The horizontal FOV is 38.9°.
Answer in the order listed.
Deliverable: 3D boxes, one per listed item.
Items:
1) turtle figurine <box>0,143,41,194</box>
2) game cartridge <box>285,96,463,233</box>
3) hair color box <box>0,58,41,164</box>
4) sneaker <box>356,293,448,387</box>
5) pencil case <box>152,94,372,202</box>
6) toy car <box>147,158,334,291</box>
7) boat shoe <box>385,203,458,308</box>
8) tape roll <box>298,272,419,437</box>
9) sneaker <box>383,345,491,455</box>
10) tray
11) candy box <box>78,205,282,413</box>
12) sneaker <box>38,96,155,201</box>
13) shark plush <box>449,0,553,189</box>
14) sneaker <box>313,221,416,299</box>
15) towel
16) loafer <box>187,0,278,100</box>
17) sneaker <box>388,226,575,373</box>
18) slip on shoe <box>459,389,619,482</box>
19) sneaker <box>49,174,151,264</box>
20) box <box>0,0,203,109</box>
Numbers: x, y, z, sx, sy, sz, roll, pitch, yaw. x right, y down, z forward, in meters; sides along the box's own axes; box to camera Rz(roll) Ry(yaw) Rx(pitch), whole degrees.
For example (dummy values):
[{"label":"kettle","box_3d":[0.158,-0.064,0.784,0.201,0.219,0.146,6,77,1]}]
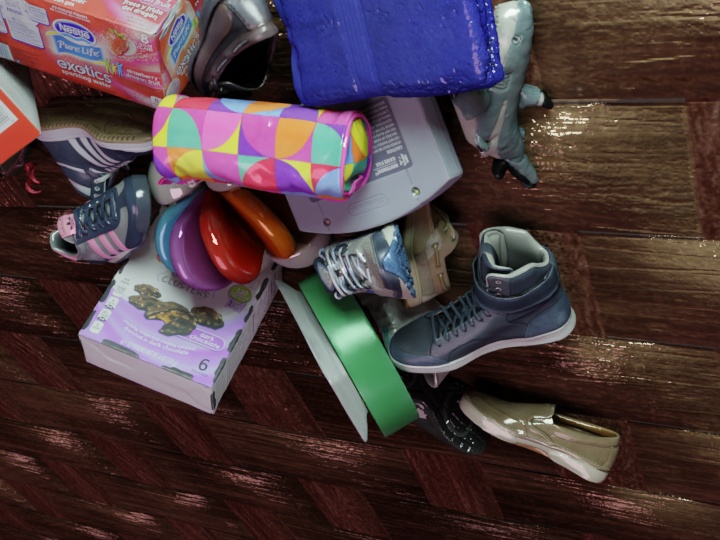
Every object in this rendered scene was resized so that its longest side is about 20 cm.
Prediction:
[{"label":"turtle figurine","box_3d":[-0.433,-0.148,1.176,0.100,0.151,0.200,-7,178,2]},{"label":"game cartridge","box_3d":[0.000,-0.107,0.948,0.199,0.041,0.134,-15,96,43]},{"label":"hair color box","box_3d":[-0.379,-0.191,1.014,0.102,0.061,0.200,53,-178,-35]},{"label":"sneaker","box_3d":[0.041,0.053,1.151,0.200,0.089,0.075,42,145,-23]},{"label":"pencil case","box_3d":[-0.089,-0.109,0.910,0.198,0.089,0.089,7,143,20]},{"label":"toy car","box_3d":[-0.139,-0.047,1.077,0.199,0.151,0.175,-7,135,40]},{"label":"boat shoe","box_3d":[0.064,-0.039,1.039,0.064,0.072,0.201,-15,140,-7]},{"label":"tape roll","box_3d":[-0.002,0.090,1.156,0.201,0.048,0.200,61,177,5]},{"label":"sneaker","box_3d":[0.082,0.168,1.313,0.200,0.076,0.091,39,155,-8]},{"label":"tray","box_3d":[-0.039,0.092,1.128,0.108,0.022,0.200,64,175,-38]},{"label":"candy box","box_3d":[-0.205,0.041,1.196,0.167,0.201,0.072,20,147,8]},{"label":"sneaker","box_3d":[-0.269,-0.129,1.122,0.199,0.070,0.109,10,140,34]},{"label":"shark plush","box_3d":[0.126,-0.132,0.862,0.083,0.091,0.201,-20,126,8]},{"label":"sneaker","box_3d":[0.000,0.000,1.008,0.200,0.085,0.078,180,73,-82]},{"label":"towel","box_3d":[0.016,-0.209,0.799,0.199,0.049,0.149,4,119,40]},{"label":"loafer","box_3d":[-0.109,-0.185,0.902,0.063,0.072,0.200,57,162,9]},{"label":"sneaker","box_3d":[0.109,0.029,1.041,0.201,0.077,0.147,-17,140,10]},{"label":"slip on shoe","box_3d":[0.220,0.187,1.248,0.199,0.076,0.061,27,108,12]},{"label":"sneaker","box_3d":[-0.289,-0.051,1.128,0.081,0.071,0.200,0,161,-29]},{"label":"box","box_3d":[-0.247,-0.237,0.936,0.199,0.096,0.100,19,148,11]}]
